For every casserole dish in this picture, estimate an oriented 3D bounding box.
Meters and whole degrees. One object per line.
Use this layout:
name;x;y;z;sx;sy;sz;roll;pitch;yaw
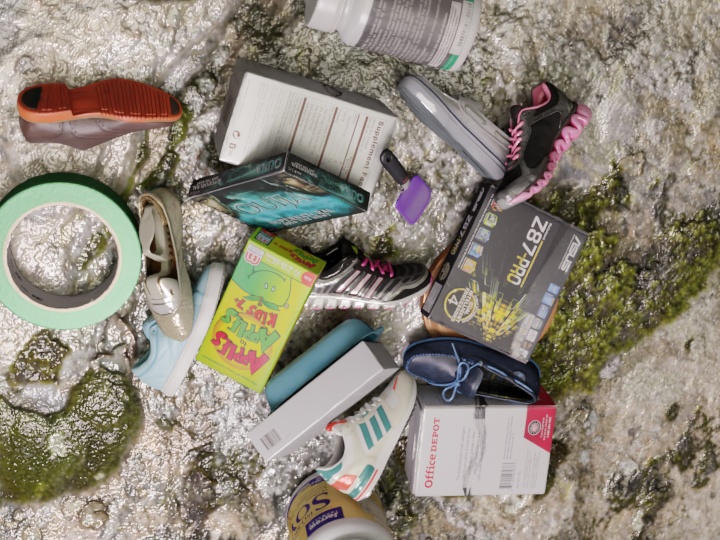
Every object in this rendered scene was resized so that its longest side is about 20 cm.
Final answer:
casserole dish;-0.056;0.127;1.587;0.200;0.121;0.039;-39;79;1

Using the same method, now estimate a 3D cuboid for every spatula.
spatula;0.055;-0.114;1.498;0.021;0.200;0.057;32;84;20

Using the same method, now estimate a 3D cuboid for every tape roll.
tape roll;-0.383;-0.024;1.503;0.199;0.048;0.201;-4;111;-10

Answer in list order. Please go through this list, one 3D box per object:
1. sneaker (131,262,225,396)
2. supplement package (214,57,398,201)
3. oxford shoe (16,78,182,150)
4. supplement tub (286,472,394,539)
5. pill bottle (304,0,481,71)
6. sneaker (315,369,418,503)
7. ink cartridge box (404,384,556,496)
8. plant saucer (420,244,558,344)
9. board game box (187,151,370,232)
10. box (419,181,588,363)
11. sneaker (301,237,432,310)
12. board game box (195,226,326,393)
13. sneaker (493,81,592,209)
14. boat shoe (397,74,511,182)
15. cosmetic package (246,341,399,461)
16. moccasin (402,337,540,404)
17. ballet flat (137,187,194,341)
sneaker;-0.246;0.071;1.548;0.082;0.074;0.201;24;102;-11
supplement package;-0.071;-0.178;1.464;0.199;0.117;0.118;15;105;-16
oxford shoe;-0.324;-0.191;1.452;0.199;0.071;0.073;0;139;-13
supplement tub;-0.025;0.387;1.637;0.145;0.200;0.146;-3;110;-9
pill bottle;0.039;-0.322;1.433;0.199;0.113;0.114;12;108;-15
sneaker;0.007;0.216;1.621;0.093;0.070;0.200;29;74;-9
ink cartridge box;0.169;0.244;1.682;0.199;0.083;0.146;1;110;-10
plant saucer;0.184;0.042;1.639;0.199;0.032;0.201;-4;110;-10
board game box;-0.103;-0.093;1.441;0.135;0.199;0.028;23;68;-37
box;0.194;0.003;1.580;0.161;0.049;0.201;25;92;-17
sneaker;0.000;0.000;1.566;0.199;0.074;0.088;-2;117;-4
board game box;-0.134;0.054;1.541;0.101;0.048;0.201;27;116;1
sneaker;0.218;-0.167;1.520;0.095;0.079;0.200;43;63;-13
boat shoe;0.131;-0.201;1.527;0.200;0.073;0.067;41;83;-31
cosmetic package;-0.047;0.176;1.582;0.200;0.151;0.052;-39;78;5
moccasin;0.159;0.142;1.621;0.199;0.068;0.081;6;133;-5
ballet flat;-0.258;-0.006;1.492;0.067;0.062;0.201;-8;88;25
